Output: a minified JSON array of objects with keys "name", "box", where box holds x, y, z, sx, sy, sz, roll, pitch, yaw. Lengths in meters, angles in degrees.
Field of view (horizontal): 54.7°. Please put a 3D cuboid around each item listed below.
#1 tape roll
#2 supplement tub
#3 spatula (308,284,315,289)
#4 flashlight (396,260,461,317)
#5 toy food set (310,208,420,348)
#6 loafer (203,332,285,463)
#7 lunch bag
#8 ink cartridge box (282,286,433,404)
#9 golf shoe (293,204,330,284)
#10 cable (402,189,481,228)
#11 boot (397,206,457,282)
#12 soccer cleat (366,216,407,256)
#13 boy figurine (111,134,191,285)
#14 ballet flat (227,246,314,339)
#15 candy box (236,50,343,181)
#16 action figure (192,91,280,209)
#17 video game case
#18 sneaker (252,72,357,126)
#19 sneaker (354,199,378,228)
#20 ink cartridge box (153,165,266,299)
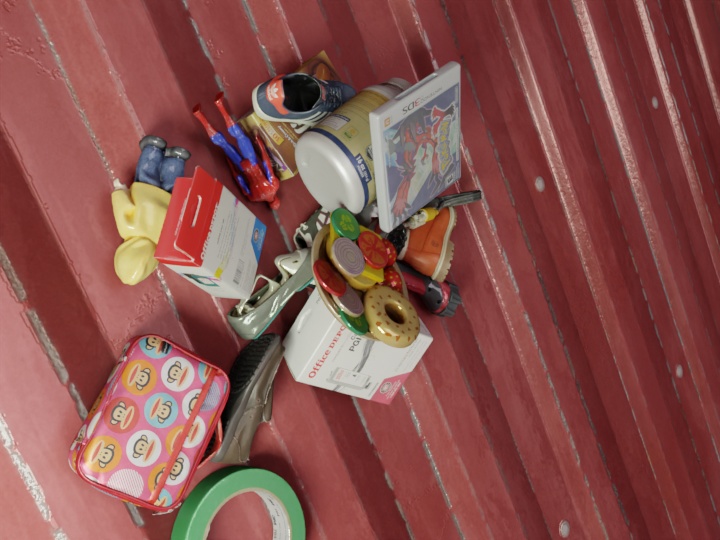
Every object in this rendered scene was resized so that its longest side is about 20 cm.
[{"name":"tape roll","box":[-0.171,0.386,0.993,0.197,0.048,0.206,7,80,-40]},{"name":"supplement tub","box":[0.010,-0.195,1.085,0.199,0.143,0.146,-41,109,-23]},{"name":"spatula","box":[-0.043,0.034,1.165,0.197,0.020,0.058,23,65,-32]},{"name":"flashlight","box":[0.093,0.029,1.257,0.197,0.068,0.069,20,108,-34]},{"name":"toy food set","box":[0.005,0.012,1.021,0.195,0.048,0.204,25,48,-34]},{"name":"loafer","box":[-0.161,0.189,1.021,0.071,0.072,0.203,36,72,-34]},{"name":"lunch bag","box":[-0.262,0.202,0.911,0.174,0.081,0.204,32,68,-25]},{"name":"ink cartridge box","box":[-0.006,0.117,1.104,0.197,0.083,0.148,20,111,-36]},{"name":"golf shoe","box":[-0.061,-0.073,1.133,0.086,0.077,0.205,13,63,-16]},{"name":"cable","box":[0.134,-0.108,1.257,0.197,0.096,0.052,-12,93,-39]},{"name":"boot","box":[0.117,-0.074,1.274,0.105,0.076,0.202,19,40,-3]},{"name":"soccer cleat","box":[0.000,0.000,1.157,0.202,0.072,0.068,-57,136,-8]},{"name":"boy figurine","box":[-0.284,-0.076,0.954,0.123,0.064,0.205,19,73,-37]},{"name":"ballet flat","box":[-0.119,0.016,1.040,0.200,0.067,0.064,-46,114,-6]},{"name":"candy box","box":[-0.098,-0.253,1.141,0.118,0.056,0.201,53,57,-22]},{"name":"action figure","box":[-0.175,-0.172,1.056,0.052,0.064,0.202,-100,163,-56]},{"name":"video game case","box":[0.089,-0.183,1.047,0.181,0.023,0.203,-37,140,-29]},{"name":"sneaker","box":[-0.067,-0.267,1.078,0.197,0.084,0.077,-15,93,-40]},{"name":"sneaker","box":[0.045,-0.154,1.208,0.073,0.114,0.206,14,76,-39]},{"name":"ink cartridge box","box":[-0.209,-0.048,0.951,0.200,0.066,0.119,49,49,-62]}]
